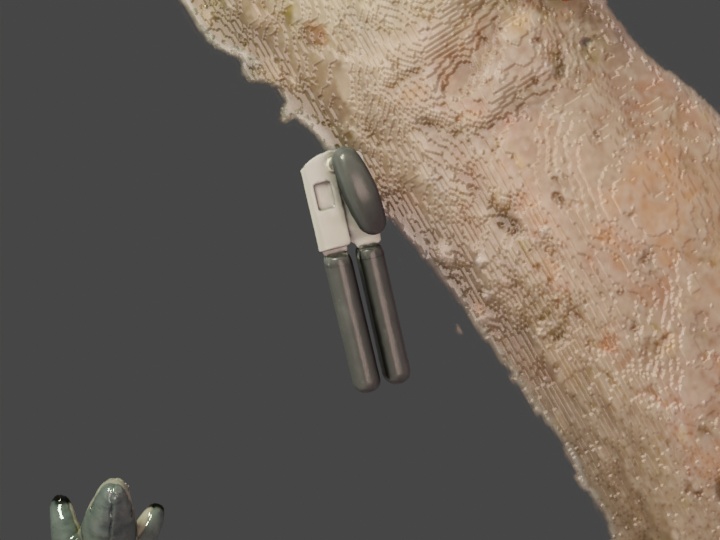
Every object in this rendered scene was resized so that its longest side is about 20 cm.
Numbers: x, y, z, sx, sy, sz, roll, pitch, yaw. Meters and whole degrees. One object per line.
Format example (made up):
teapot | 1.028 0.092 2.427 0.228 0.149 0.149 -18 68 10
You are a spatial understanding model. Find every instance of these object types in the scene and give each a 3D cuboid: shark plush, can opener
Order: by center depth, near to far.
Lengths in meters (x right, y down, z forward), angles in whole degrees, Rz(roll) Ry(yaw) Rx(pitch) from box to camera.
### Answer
shark plush | -0.215 0.258 1.651 0.091 0.083 0.201 19 90 -15
can opener | 0.000 0.000 1.688 0.053 0.067 0.201 -15 98 -11
